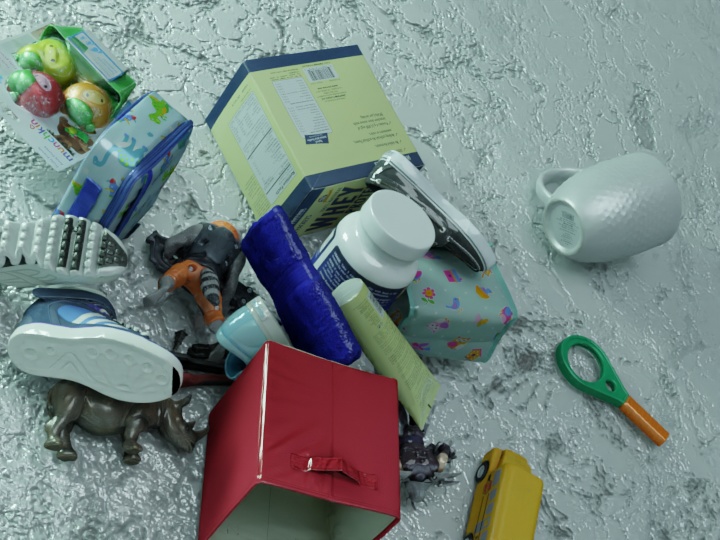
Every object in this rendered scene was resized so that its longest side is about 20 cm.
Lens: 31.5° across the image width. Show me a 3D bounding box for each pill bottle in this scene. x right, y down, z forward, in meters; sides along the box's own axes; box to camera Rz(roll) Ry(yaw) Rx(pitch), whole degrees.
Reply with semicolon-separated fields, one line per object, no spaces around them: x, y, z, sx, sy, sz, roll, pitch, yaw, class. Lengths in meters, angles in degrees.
0.000;0.000;1.578;0.115;0.200;0.116;23;39;-21;pill bottle

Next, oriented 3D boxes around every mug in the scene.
0.351;-0.099;1.925;0.175;0.148;0.200;-18;41;-31;mug

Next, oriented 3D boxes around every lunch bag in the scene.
0.094;0.012;1.697;0.169;0.122;0.201;7;46;-25;lunch bag
-0.282;-0.098;1.473;0.082;0.200;0.161;39;40;-2;lunch bag

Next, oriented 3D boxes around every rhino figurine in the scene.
-0.257;0.166;1.418;0.199;0.060;0.088;9;59;-29;rhino figurine

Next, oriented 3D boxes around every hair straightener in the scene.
-0.194;0.100;1.511;0.199;0.041;0.077;2;61;-31;hair straightener

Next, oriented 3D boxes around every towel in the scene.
-0.074;0.032;1.497;0.049;0.148;0.201;-29;84;-16;towel

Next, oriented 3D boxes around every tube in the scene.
0.033;0.099;1.536;0.058;0.052;0.200;-41;116;-6;tube

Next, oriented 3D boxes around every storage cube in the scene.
-0.066;0.213;1.419;0.170;0.200;0.181;18;47;-21;storage cube

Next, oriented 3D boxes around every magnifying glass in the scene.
0.358;0.172;1.816;0.200;0.022;0.080;42;48;2;magnifying glass

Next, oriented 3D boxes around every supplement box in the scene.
-0.062;-0.171;1.703;0.199;0.134;0.201;-16;70;-38;supplement box

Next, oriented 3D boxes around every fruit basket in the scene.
-0.369;-0.221;1.554;0.185;0.094;0.200;46;29;2;fruit basket

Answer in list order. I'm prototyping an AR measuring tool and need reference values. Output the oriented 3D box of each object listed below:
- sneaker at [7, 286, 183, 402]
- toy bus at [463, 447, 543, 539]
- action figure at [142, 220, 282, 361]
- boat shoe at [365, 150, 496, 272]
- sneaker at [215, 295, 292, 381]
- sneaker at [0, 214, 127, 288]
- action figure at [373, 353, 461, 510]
-0.276;0.068;1.415;0.199;0.081;0.147;10;27;6;sneaker
0.175;0.311;1.582;0.065;0.078;0.201;29;50;-13;toy bus
-0.164;0.015;1.536;0.199;0.105;0.194;31;37;-17;action figure
0.085;-0.062;1.624;0.066;0.070;0.200;-45;99;-14;boat shoe
-0.118;0.104;1.491;0.082;0.200;0.074;-29;51;-4;sneaker
-0.353;-0.015;1.418;0.198;0.081;0.076;6;59;5;sneaker
0.060;0.201;1.592;0.129;0.069;0.201;12;59;-34;action figure
